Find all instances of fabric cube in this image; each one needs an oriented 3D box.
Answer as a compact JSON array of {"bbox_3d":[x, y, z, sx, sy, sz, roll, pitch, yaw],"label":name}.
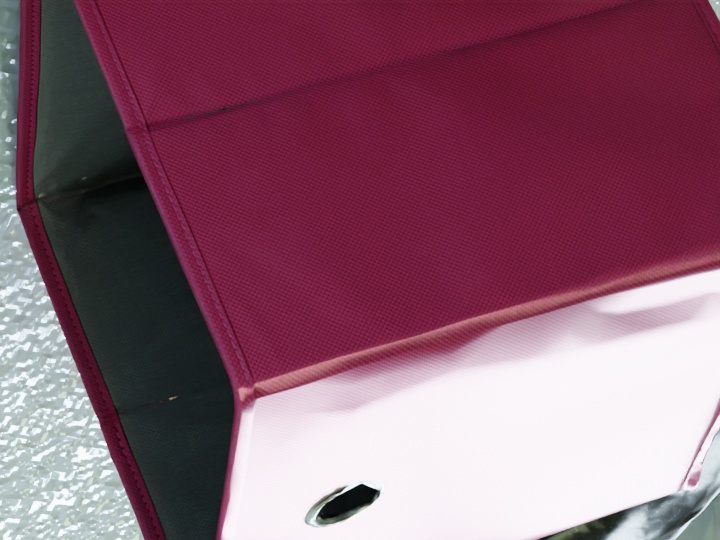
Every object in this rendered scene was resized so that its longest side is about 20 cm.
[{"bbox_3d":[0.008,-0.018,0.986,0.199,0.200,0.196,-15,153,-17],"label":"fabric cube"}]

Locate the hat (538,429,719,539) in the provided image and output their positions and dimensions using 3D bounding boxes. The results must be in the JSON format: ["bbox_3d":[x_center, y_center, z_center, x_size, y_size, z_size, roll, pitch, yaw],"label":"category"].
[{"bbox_3d":[0.052,0.065,1.188,0.200,0.081,0.201,-17,139,-15],"label":"hat"}]

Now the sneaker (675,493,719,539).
[{"bbox_3d":[0.155,0.120,1.281,0.073,0.071,0.200,9,112,-24],"label":"sneaker"}]
